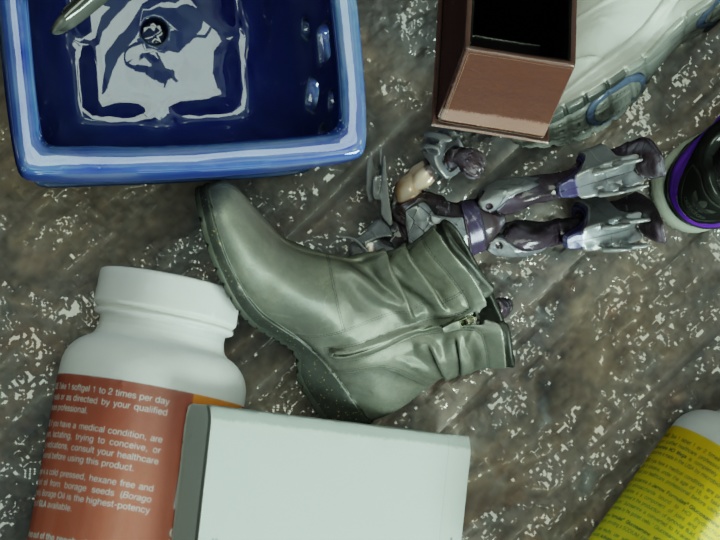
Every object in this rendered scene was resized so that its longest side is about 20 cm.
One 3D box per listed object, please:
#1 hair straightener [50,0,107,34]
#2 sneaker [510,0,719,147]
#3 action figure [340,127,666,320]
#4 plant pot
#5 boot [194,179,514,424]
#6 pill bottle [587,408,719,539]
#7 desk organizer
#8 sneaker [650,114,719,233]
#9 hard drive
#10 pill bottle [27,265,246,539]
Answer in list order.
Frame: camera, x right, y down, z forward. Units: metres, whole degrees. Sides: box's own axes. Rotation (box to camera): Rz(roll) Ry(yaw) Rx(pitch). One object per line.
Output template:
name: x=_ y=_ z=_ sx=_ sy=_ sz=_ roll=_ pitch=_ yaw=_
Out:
hair straightener: x=-0.088 y=-0.185 z=1.541 sx=0.200 sy=0.041 sz=0.077 roll=-35 pitch=91 yaw=-14
sneaker: x=0.155 y=-0.153 z=1.744 sx=0.200 sy=0.075 sz=0.087 roll=-42 pitch=76 yaw=-13
action figure: x=0.082 y=-0.030 z=1.704 sx=0.199 sy=0.069 sz=0.131 roll=-13 pitch=117 yaw=-7
plant pot: x=-0.111 y=-0.145 z=1.639 sx=0.199 sy=0.180 sz=0.201 roll=-4 pitch=86 yaw=-8
boot: x=0.000 y=0.000 z=1.653 sx=0.130 sy=0.068 sz=0.200 roll=-28 pitch=122 yaw=14
pill bottle: x=0.207 y=0.158 z=1.692 sx=0.112 sy=0.112 sz=0.200 roll=38 pitch=81 yaw=-3
desk organizer: x=0.089 y=-0.183 z=1.683 sx=0.071 sy=0.077 sz=0.201 roll=9 pitch=58 yaw=-8
sneaker: x=0.270 y=-0.097 z=1.729 sx=0.200 sy=0.100 sz=0.070 roll=-44 pitch=94 yaw=-9
hard drive: x=-0.022 y=0.153 z=1.650 sx=0.199 sy=0.026 sz=0.133 roll=9 pitch=85 yaw=-41
pill bottle: x=-0.128 y=0.104 z=1.648 sx=0.111 sy=0.112 sz=0.201 roll=11 pitch=84 yaw=-7
